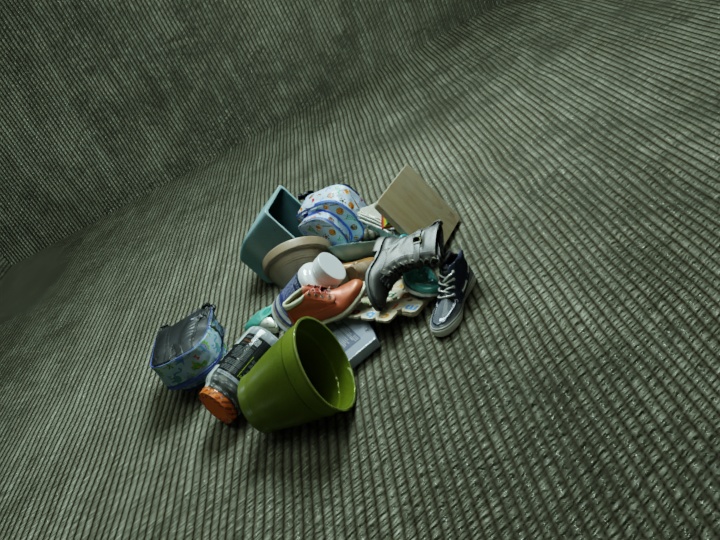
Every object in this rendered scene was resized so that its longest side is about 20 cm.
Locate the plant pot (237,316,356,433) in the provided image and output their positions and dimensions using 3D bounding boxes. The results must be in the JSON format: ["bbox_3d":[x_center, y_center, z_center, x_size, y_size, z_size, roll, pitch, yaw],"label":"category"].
[{"bbox_3d":[-0.141,0.229,1.284,0.191,0.201,0.202,-31,26,20],"label":"plant pot"}]

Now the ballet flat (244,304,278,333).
[{"bbox_3d":[-0.213,0.119,1.644,0.198,0.068,0.071,-35,42,-6],"label":"ballet flat"}]

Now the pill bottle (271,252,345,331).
[{"bbox_3d":[-0.122,0.054,1.531,0.200,0.110,0.112,-48,17,30],"label":"pill bottle"}]

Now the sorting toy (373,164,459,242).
[{"bbox_3d":[0.133,-0.134,1.607,0.069,0.200,0.200,-39,10,45],"label":"sorting toy"}]

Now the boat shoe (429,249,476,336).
[{"bbox_3d":[0.185,0.042,1.359,0.073,0.094,0.201,-8,35,34],"label":"boat shoe"}]

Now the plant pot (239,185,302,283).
[{"bbox_3d":[-0.244,-0.085,1.862,0.199,0.196,0.197,-41,17,26],"label":"plant pot"}]

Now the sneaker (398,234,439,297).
[{"bbox_3d":[0.126,-0.008,1.462,0.076,0.081,0.201,-10,38,-22],"label":"sneaker"}]

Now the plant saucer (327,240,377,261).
[{"bbox_3d":[0.013,-0.048,1.653,0.195,0.040,0.201,-5,-3,0],"label":"plant saucer"}]

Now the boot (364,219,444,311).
[{"bbox_3d":[0.103,-0.013,1.394,0.171,0.069,0.204,-9,59,34],"label":"boot"}]

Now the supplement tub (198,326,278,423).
[{"bbox_3d":[-0.266,0.236,1.438,0.121,0.124,0.201,0,39,43],"label":"supplement tub"}]

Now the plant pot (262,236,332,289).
[{"bbox_3d":[-0.158,0.002,1.702,0.197,0.201,0.094,-24,66,9],"label":"plant pot"}]

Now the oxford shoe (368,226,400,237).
[{"bbox_3d":[0.082,-0.106,1.743,0.074,0.059,0.199,8,18,-35],"label":"oxford shoe"}]

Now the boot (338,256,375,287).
[{"bbox_3d":[0.000,0.000,1.592,0.153,0.079,0.198,-16,-3,-36],"label":"boot"}]

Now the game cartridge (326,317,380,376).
[{"bbox_3d":[-0.043,0.151,1.442,0.132,0.041,0.199,-40,35,-10],"label":"game cartridge"}]

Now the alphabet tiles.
[{"bbox_3d":[0.064,0.068,1.465,0.196,0.015,0.195,5,28,33],"label":"alphabet tiles"}]

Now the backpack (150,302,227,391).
[{"bbox_3d":[-0.425,0.211,1.601,0.180,0.149,0.201,-27,23,5],"label":"backpack"}]

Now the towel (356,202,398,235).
[{"bbox_3d":[0.086,-0.146,1.713,0.131,0.035,0.199,26,29,26],"label":"towel"}]

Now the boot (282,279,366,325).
[{"bbox_3d":[-0.080,0.064,1.433,0.198,0.108,0.075,-32,21,6],"label":"boot"}]

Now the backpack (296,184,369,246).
[{"bbox_3d":[-0.070,-0.144,1.767,0.189,0.199,0.156,-27,36,41],"label":"backpack"}]
